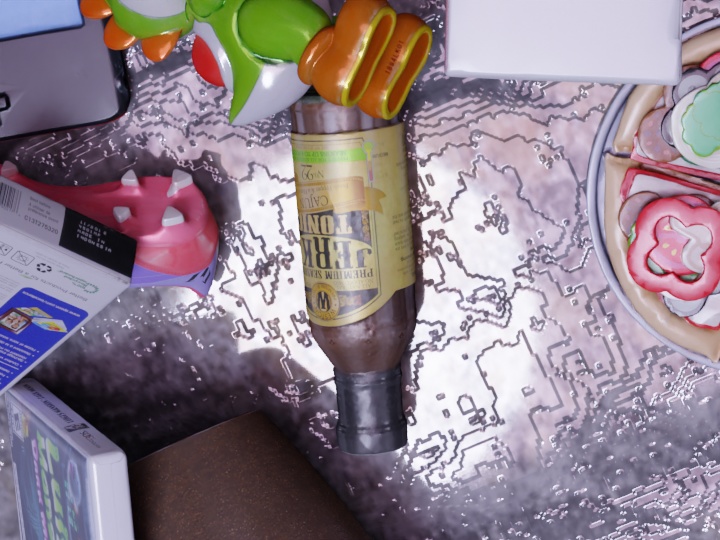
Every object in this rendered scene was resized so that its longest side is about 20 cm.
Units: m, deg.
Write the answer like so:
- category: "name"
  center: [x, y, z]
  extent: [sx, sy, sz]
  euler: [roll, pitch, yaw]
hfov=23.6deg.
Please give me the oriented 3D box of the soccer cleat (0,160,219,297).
- category: "soccer cleat"
  center: [-0.176, -0.020, 0.960]
  extent: [0.198, 0.067, 0.077]
  euler: [3, 135, 8]

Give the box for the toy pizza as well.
- category: "toy pizza"
  center: [0.222, -0.039, 0.927]
  extent: [0.198, 0.032, 0.202]
  euler: [1, 101, 6]

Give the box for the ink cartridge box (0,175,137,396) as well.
- category: "ink cartridge box"
  center: [-0.213, 0.021, 0.942]
  extent: [0.094, 0.037, 0.200]
  euler: [26, 137, -27]

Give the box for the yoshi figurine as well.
- category: "yoshi figurine"
  center: [-0.060, -0.157, 0.889]
  extent: [0.199, 0.112, 0.113]
  euler: [25, 137, 21]

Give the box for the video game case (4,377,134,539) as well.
- category: "video game case"
  center: [-0.156, 0.175, 0.947]
  extent: [0.023, 0.182, 0.202]
  euler: [-8, 102, -24]

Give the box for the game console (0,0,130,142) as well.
- category: "game console"
  center: [-0.229, -0.169, 0.954]
  extent: [0.175, 0.031, 0.202]
  euler: [-8, 101, 8]

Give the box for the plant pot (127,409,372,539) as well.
- category: "plant pot"
  center: [-0.058, 0.187, 0.944]
  extent: [0.186, 0.187, 0.201]
  euler: [-26, 85, 11]

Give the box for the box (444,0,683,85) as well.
- category: "box"
  center: [0.099, -0.175, 0.828]
  extent: [0.105, 0.200, 0.154]
  euler: [3, 101, 6]

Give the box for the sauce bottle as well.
- category: "sauce bottle"
  center: [0.000, 0.000, 0.944]
  extent: [0.064, 0.065, 0.202]
  euler: [-5, 100, 7]
